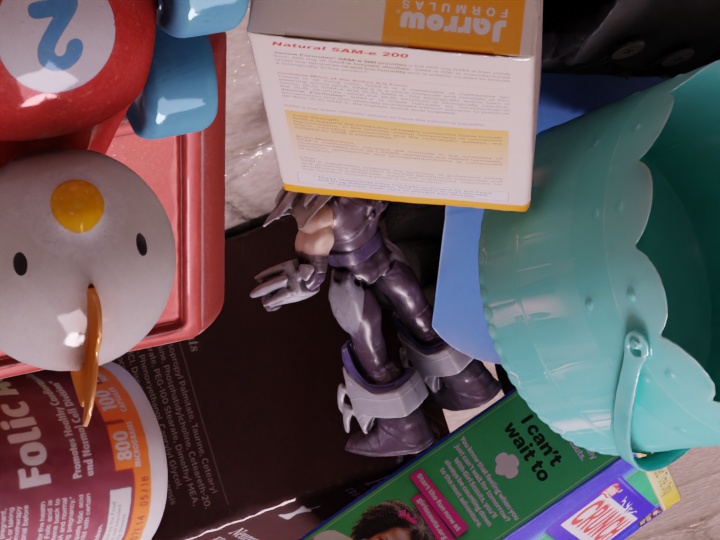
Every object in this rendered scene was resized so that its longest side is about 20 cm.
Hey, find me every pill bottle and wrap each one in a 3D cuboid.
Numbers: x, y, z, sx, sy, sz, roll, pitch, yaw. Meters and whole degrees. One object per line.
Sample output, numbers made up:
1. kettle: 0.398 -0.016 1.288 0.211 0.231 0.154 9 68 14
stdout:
1. pill bottle: -0.213 0.113 1.471 0.199 0.115 0.114 -7 160 -38

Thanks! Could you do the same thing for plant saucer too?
1. plant saucer: -0.156 -0.017 1.349 0.199 0.037 0.200 -12 137 -15

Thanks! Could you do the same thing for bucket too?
1. bucket: 0.167 -0.001 1.389 0.207 0.208 0.135 0 170 -41

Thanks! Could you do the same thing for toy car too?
1. toy car: -0.129 -0.036 1.170 0.184 0.201 0.177 -11 157 -18

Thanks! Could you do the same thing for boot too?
1. boot: 0.187 -0.142 1.385 0.199 0.066 0.165 7 147 -39

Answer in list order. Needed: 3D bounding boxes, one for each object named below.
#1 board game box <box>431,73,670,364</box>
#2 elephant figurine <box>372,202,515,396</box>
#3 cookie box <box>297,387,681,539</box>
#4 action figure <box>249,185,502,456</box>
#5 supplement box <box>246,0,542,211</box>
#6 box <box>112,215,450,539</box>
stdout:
1. board game box: 0.097 -0.050 1.479 0.158 0.039 0.201 -12 120 -34
2. elephant figurine: 0.107 0.003 1.620 0.155 0.142 0.200 -12 161 35
3. cookie box: 0.076 0.142 1.572 0.200 0.075 0.171 -36 160 0
4. action figure: 0.000 0.000 1.469 0.069 0.201 0.130 7 -143 48
5. supplement box: 0.021 -0.098 1.277 0.125 0.074 0.200 6 162 4
6. box: -0.067 0.085 1.638 0.199 0.165 0.166 -21 161 11
